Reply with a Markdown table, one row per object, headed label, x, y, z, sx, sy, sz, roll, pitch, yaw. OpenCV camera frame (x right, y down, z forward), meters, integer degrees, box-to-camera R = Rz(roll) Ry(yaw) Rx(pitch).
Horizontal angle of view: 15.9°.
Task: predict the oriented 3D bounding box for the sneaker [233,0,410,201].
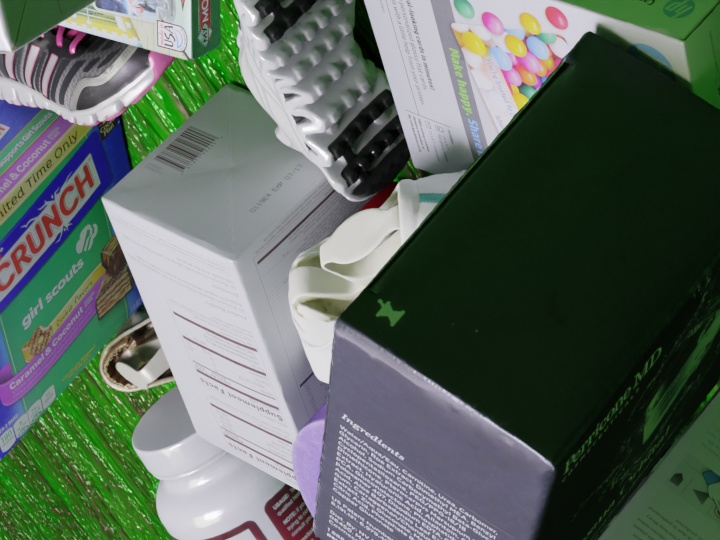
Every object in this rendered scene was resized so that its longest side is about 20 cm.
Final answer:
| label | x | y | z | sx | sy | sz | roll | pitch | yaw |
| --- | --- | --- | --- | --- | --- | --- | --- | --- | --- |
| sneaker | -0.038 | -0.125 | 1.336 | 0.081 | 0.075 | 0.201 | 30 | 150 | 42 |

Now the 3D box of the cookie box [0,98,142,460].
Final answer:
| label | x | y | z | sx | sy | sz | roll | pitch | yaw |
| --- | --- | --- | --- | --- | --- | --- | --- | --- | --- |
| cookie box | -0.217 | -0.010 | 1.622 | 0.075 | 0.171 | 0.201 | 26 | 148 | 25 |

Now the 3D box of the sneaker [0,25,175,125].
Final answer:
| label | x | y | z | sx | sy | sz | roll | pitch | yaw |
| --- | --- | --- | --- | --- | --- | --- | --- | --- | --- |
| sneaker | -0.177 | -0.141 | 1.489 | 0.199 | 0.074 | 0.088 | 11 | 144 | 54 |

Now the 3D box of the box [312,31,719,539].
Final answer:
| label | x | y | z | sx | sy | sz | roll | pitch | yaw |
| --- | --- | --- | --- | --- | --- | --- | --- | --- | --- |
| box | 0.083 | 0.037 | 1.169 | 0.117 | 0.197 | 0.200 | 33 | 152 | 16 |

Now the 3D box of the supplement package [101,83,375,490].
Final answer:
| label | x | y | z | sx | sy | sz | roll | pitch | yaw |
| --- | --- | --- | --- | --- | --- | --- | --- | --- | --- |
| supplement package | -0.050 | 0.014 | 1.488 | 0.109 | 0.114 | 0.201 | 24 | 146 | 37 |

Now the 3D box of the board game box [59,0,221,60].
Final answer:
| label | x | y | z | sx | sy | sz | roll | pitch | yaw |
| --- | --- | --- | --- | --- | --- | --- | --- | --- | --- |
| board game box | -0.131 | -0.215 | 1.283 | 0.134 | 0.029 | 0.201 | 16 | 121 | 28 |

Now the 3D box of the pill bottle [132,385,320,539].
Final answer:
| label | x | y | z | sx | sy | sz | roll | pitch | yaw |
| --- | --- | --- | --- | --- | --- | --- | --- | --- | --- |
| pill bottle | -0.064 | 0.168 | 1.723 | 0.113 | 0.113 | 0.201 | 1 | 130 | 52 |

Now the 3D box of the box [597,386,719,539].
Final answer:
| label | x | y | z | sx | sy | sz | roll | pitch | yaw |
| --- | --- | --- | --- | --- | --- | --- | --- | --- | --- |
| box | 0.186 | 0.163 | 1.285 | 0.144 | 0.200 | 0.036 | 38 | 149 | 12 |

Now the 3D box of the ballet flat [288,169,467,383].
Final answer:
| label | x | y | z | sx | sy | sz | roll | pitch | yaw |
| --- | --- | --- | --- | --- | --- | --- | --- | --- | --- |
| ballet flat | 0.000 | 0.000 | 1.346 | 0.069 | 0.069 | 0.200 | 45 | 143 | -3 |

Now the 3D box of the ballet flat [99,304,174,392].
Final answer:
| label | x | y | z | sx | sy | sz | roll | pitch | yaw |
| --- | --- | --- | --- | --- | --- | --- | --- | --- | --- |
| ballet flat | -0.110 | 0.050 | 1.676 | 0.068 | 0.062 | 0.200 | 49 | 152 | -11 |

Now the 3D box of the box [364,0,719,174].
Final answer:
| label | x | y | z | sx | sy | sz | roll | pitch | yaw |
| --- | --- | --- | --- | --- | --- | --- | --- | --- | --- |
| box | 0.095 | -0.088 | 1.236 | 0.199 | 0.041 | 0.157 | 22 | 146 | 34 |

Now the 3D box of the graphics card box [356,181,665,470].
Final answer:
| label | x | y | z | sx | sy | sz | roll | pitch | yaw |
| --- | --- | --- | --- | --- | --- | --- | --- | --- | --- |
| graphics card box | 0.083 | 0.046 | 1.424 | 0.125 | 0.051 | 0.201 | 10 | 136 | 47 |

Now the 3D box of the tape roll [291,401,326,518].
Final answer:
| label | x | y | z | sx | sy | sz | roll | pitch | yaw |
| --- | --- | --- | --- | --- | --- | --- | --- | --- | --- |
| tape roll | 0.064 | 0.129 | 1.421 | 0.199 | 0.085 | 0.201 | 33 | 151 | 21 |

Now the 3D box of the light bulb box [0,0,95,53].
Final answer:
| label | x | y | z | sx | sy | sz | roll | pitch | yaw |
| --- | --- | --- | --- | --- | --- | --- | --- | --- | --- |
| light bulb box | -0.222 | -0.214 | 1.195 | 0.199 | 0.125 | 0.200 | 5 | 118 | 34 |
